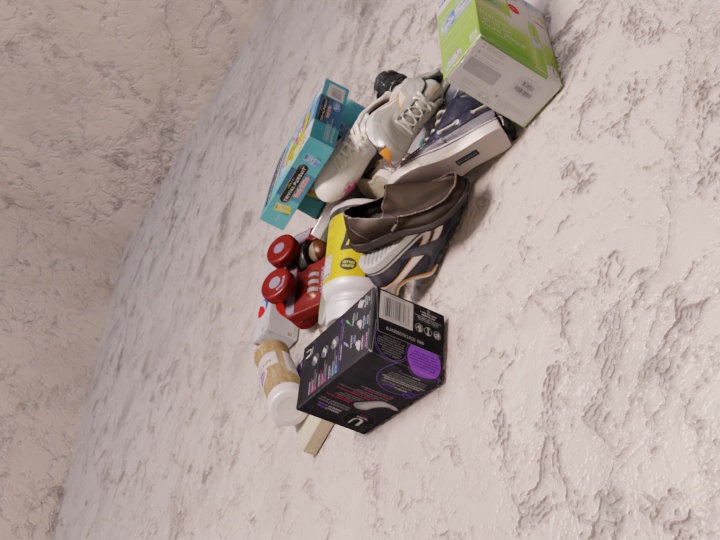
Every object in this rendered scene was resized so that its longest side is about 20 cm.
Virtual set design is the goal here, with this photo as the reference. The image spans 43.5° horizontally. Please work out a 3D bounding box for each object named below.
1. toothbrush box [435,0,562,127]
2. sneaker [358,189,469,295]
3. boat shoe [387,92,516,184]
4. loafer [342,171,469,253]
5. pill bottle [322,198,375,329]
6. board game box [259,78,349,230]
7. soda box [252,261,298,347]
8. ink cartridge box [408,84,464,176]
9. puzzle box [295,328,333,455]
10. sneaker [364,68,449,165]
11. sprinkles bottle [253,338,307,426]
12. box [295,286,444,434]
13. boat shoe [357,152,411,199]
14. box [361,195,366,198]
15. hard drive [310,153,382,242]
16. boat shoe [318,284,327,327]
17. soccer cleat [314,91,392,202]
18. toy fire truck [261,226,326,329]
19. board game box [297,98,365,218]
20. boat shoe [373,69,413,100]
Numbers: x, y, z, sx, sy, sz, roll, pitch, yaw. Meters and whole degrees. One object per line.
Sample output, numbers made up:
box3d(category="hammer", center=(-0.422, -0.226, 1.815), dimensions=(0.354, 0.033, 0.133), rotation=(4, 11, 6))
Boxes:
box3d(category="toothbrush box", center=(0.190, -0.318, 1.267), dimensions=(0.086, 0.145, 0.201), rotation=(-48, 28, 35))
box3d(category="sneaker", center=(0.091, -0.047, 1.326), dimensions=(0.200, 0.080, 0.078), rotation=(-42, 29, -6))
box3d(category="boat shoe", center=(0.123, -0.185, 1.300), dimensions=(0.198, 0.075, 0.094), rotation=(-25, 56, 16))
box3d(category="loafer", center=(0.059, -0.089, 1.269), dimensions=(0.199, 0.072, 0.073), rotation=(-25, 32, 20))
box3d(category="pill bottle", center=(0.000, 0.000, 1.409), dimensions=(0.114, 0.113, 0.202), rotation=(-36, 43, 51))
box3d(category="board game box", center=(-0.091, -0.185, 1.449), dimensions=(0.200, 0.047, 0.152), rotation=(-52, 19, 43))
box3d(category="soda box", center=(-0.158, 0.062, 1.771), dimensions=(0.064, 0.068, 0.201), rotation=(-45, 30, 40))
box3d(category="ink cartridge box", center=(0.120, -0.228, 1.426), dimensions=(0.138, 0.076, 0.200), rotation=(-64, 24, 4))
box3d(category="puzzle box", center=(-0.073, 0.197, 1.501), dimensions=(0.134, 0.025, 0.200), rotation=(-61, 23, 14))
box3d(category="sneaker", center=(0.074, -0.234, 1.305), dimensions=(0.092, 0.076, 0.201), rotation=(-32, 22, 39))
box3d(category="sprinkles bottle", center=(-0.136, 0.187, 1.531), dimensions=(0.069, 0.068, 0.200), rotation=(-61, 22, 12))
box3d(category="box", center=(0.013, 0.129, 1.249), dimensions=(0.200, 0.121, 0.107), rotation=(-42, 32, 44))
box3d(category="boat shoe", center=(0.044, -0.144, 1.424), dimensions=(0.060, 0.072, 0.200), rotation=(-50, 6, -9))
box3d(category="box", center=(0.027, -0.122, 1.583), dimensions=(0.110, 0.034, 0.201), rotation=(-55, 25, 26))
box3d(category="hard drive", center=(-0.016, -0.140, 1.532), dimensions=(0.201, 0.026, 0.132), rotation=(-61, -9, 2))
box3d(category="boat shoe", center=(-0.022, 0.019, 1.509), dimensions=(0.070, 0.071, 0.202), rotation=(118, 166, -47))
box3d(category="soccer cleat", center=(-0.006, -0.197, 1.403), dimensions=(0.201, 0.070, 0.086), rotation=(-52, -8, -8))
box3d(category="toy fire truck", center=(-0.078, 0.001, 1.632), dimensions=(0.167, 0.112, 0.202), rotation=(-21, 44, 27))
box3d(category="board game box", center=(-0.034, -0.189, 1.569), dimensions=(0.202, 0.047, 0.151), rotation=(-63, -9, 8))
box3d(category="boat shoe", center=(0.067, -0.299, 1.529), dimensions=(0.076, 0.060, 0.200), rotation=(-63, -9, 1))
